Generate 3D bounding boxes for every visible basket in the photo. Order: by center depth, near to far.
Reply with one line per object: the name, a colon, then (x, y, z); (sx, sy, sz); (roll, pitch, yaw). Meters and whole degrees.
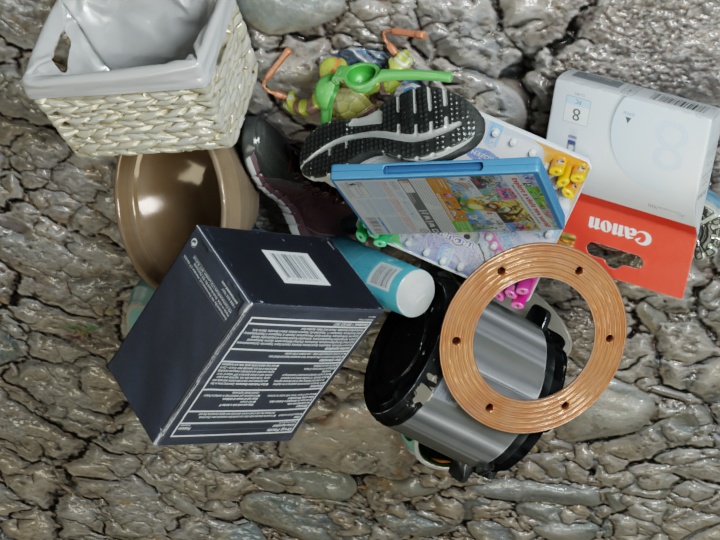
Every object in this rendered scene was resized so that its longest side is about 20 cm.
basket: (-0.211, -0.197, 1.542); (0.198, 0.136, 0.124); (-3, 140, 20)

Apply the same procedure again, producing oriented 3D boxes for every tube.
tube: (0.000, 0.000, 1.674); (0.199, 0.077, 0.051); (23, 137, 51)

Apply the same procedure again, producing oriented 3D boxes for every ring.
ring: (0.173, 0.068, 1.566); (0.198, 0.019, 0.202); (-3, 107, -12)

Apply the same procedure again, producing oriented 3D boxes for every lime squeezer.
lime squeezer: (-0.002, -0.167, 1.494); (0.199, 0.038, 0.071); (-27, 101, 43)

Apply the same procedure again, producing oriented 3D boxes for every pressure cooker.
pressure cooker: (0.123, 0.122, 1.670); (0.199, 0.180, 0.176); (26, 136, -20)

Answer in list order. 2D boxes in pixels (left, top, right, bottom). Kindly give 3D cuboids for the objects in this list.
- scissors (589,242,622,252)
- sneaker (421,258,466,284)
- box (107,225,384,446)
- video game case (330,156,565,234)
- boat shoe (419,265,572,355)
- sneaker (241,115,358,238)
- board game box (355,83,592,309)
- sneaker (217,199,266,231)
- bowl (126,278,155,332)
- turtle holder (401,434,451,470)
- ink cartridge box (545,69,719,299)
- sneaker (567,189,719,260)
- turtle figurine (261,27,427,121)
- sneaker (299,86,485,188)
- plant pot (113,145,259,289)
scissors: (0.205, -0.044, 1.690); (0.198, 0.014, 0.073); (-1, 140, 20)
sneaker: (0.117, -0.059, 1.644); (0.075, 0.077, 0.201); (19, 138, -2)
box: (-0.120, 0.069, 1.597); (0.199, 0.123, 0.199); (5, 128, -48)
video game case: (0.086, -0.069, 1.478); (0.198, 0.018, 0.143); (-1, 159, 17)
boat shoe: (0.150, 0.044, 1.773); (0.199, 0.067, 0.057); (30, 154, -12)
sneaker: (-0.043, -0.105, 1.657); (0.114, 0.076, 0.200); (-10, 145, 19)
board game box: (0.107, -0.068, 1.558); (0.198, 0.026, 0.201); (23, 133, 3)
sneaker: (-0.117, -0.006, 1.785); (0.078, 0.079, 0.202); (35, 143, 49)
bowl: (-0.196, 0.067, 1.785); (0.200, 0.105, 0.202); (37, 142, 36)
turtle holder: (0.114, 0.152, 1.842); (0.140, 0.132, 0.186); (29, 127, -8)
ink cartridge box: (0.254, -0.079, 1.511); (0.159, 0.047, 0.202); (18, 115, 24)
sneaker: (0.285, -0.070, 1.581); (0.199, 0.090, 0.079); (23, 119, 22)
turtle figurine: (0.007, -0.164, 1.567); (0.199, 0.065, 0.162); (-15, 132, 30)
sneaker: (0.040, -0.120, 1.484); (0.199, 0.074, 0.080); (-9, 155, 37)
plant pot: (-0.173, -0.077, 1.667); (0.092, 0.202, 0.201); (-7, 158, -42)
